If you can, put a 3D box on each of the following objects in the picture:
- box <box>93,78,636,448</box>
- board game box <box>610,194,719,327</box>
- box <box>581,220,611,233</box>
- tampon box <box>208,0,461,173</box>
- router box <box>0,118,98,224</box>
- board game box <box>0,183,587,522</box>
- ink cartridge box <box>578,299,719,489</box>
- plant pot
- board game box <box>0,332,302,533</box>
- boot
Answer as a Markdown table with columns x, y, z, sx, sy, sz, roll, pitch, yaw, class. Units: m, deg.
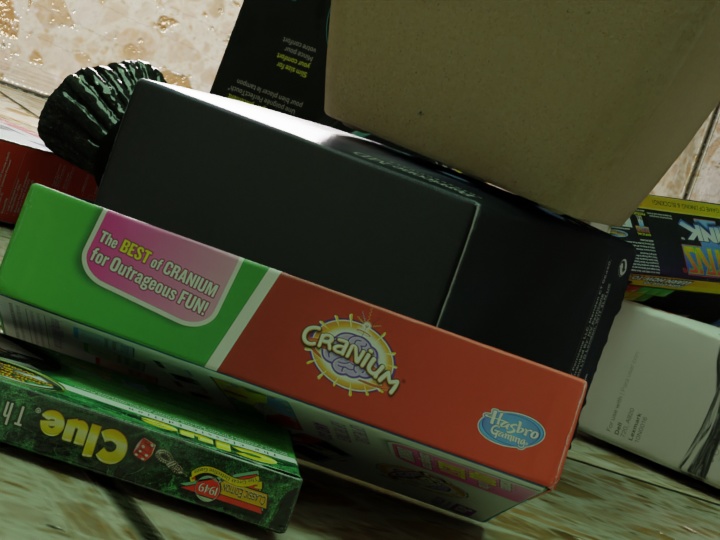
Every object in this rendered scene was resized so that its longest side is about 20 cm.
| x | y | z | sx | sy | sz | roll | pitch | yaw | class |
| --- | --- | --- | --- | --- | --- | --- | --- | --- | --- |
| 0.000 | 0.000 | 1.232 | 0.200 | 0.123 | 0.198 | 21 | 6 | 27 | box |
| 0.153 | 0.012 | 1.509 | 0.200 | 0.057 | 0.165 | 5 | -26 | -39 | board game box |
| 0.105 | -0.013 | 1.339 | 0.039 | 0.200 | 0.041 | 14 | 5 | -25 | box |
| -0.011 | -0.071 | 1.577 | 0.150 | 0.200 | 0.126 | 23 | 5 | 29 | tampon box |
| -0.257 | -0.076 | 1.536 | 0.200 | 0.049 | 0.179 | 22 | 5 | 34 | router box |
| -0.030 | 0.035 | 0.904 | 0.200 | 0.040 | 0.153 | 20 | -11 | -3 | board game box |
| 0.244 | 0.092 | 1.424 | 0.200 | 0.084 | 0.146 | 22 | 4 | 34 | ink cartridge box |
| 0.089 | -0.128 | 1.219 | 0.199 | 0.177 | 0.200 | 23 | 6 | 15 | plant pot |
| -0.118 | 0.038 | 0.830 | 0.200 | 0.024 | 0.105 | 19 | 2 | -4 | board game box |
| -0.123 | -0.059 | 1.406 | 0.158 | 0.079 | 0.211 | 48 | 3 | 17 | boot |
